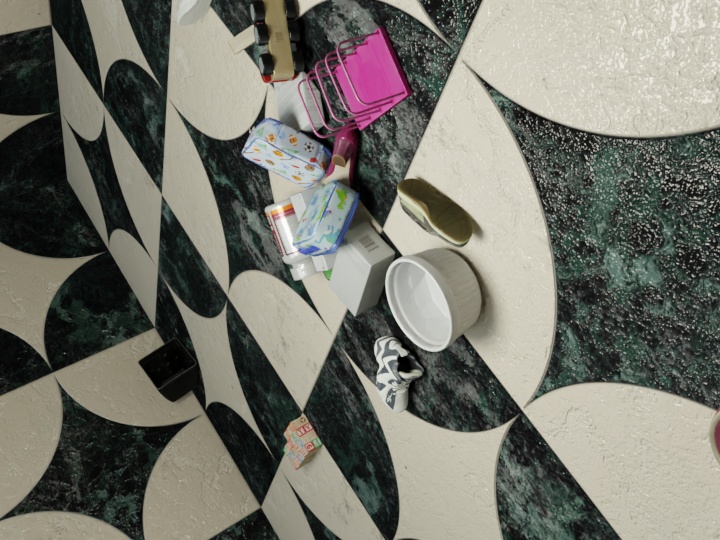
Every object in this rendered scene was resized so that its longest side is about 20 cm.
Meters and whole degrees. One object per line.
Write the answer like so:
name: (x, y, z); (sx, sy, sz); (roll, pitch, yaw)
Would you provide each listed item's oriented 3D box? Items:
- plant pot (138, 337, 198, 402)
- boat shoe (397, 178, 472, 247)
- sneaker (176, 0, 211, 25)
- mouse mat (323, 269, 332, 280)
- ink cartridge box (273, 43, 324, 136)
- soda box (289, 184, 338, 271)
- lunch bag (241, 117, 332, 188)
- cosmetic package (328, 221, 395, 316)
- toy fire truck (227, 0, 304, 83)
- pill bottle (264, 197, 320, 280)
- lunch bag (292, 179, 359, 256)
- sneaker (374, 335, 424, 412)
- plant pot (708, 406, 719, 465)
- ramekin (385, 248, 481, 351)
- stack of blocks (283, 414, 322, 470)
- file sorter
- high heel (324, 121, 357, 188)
plant pot: (-0.827, 0.456, 3.344); (0.199, 0.199, 0.178); (41, 155, 35)
boat shoe: (0.145, -0.106, 1.489); (0.201, 0.071, 0.066); (45, 155, 33)
sneaker: (-0.441, -0.736, 1.975); (0.200, 0.073, 0.116); (-30, 83, 50)
mouse mat: (-0.078, -0.067, 1.930); (0.162, 0.007, 0.200); (65, 151, 3)
ink cartridge box: (-0.149, -0.411, 1.778); (0.162, 0.057, 0.202); (-21, 72, 61)
soda box: (-0.101, -0.103, 1.866); (0.064, 0.068, 0.202); (-7, 105, 60)
lunch bag: (-0.177, -0.274, 1.775); (0.199, 0.076, 0.160); (28, 160, -18)
cosmetic package: (0.000, 0.000, 1.776); (0.113, 0.081, 0.201); (49, 147, 22)
toy fire truck: (-0.220, -0.510, 1.726); (0.200, 0.128, 0.178); (-175, 75, -73)
pill bottle: (-0.162, -0.084, 1.937); (0.109, 0.109, 0.202); (-8, 104, 59)
lunch bag: (-0.081, -0.111, 1.728); (0.082, 0.162, 0.200); (27, 167, -17)
sneaker: (0.099, 0.263, 1.808); (0.129, 0.079, 0.201); (23, 120, 61)
plant pot: (0.542, 0.187, 0.946); (0.200, 0.178, 0.201); (39, 142, 39)
ramekin: (0.152, 0.051, 1.533); (0.200, 0.105, 0.202); (36, 139, 40)
stack of blocks: (-0.203, 0.580, 2.544); (0.116, 0.058, 0.200); (55, 149, 18)
file sorter: (-0.021, -0.364, 1.506); (0.200, 0.125, 0.140); (-21, 92, 60)
high heel: (-0.034, -0.247, 1.712); (0.067, 0.097, 0.200); (20, 158, -1)
